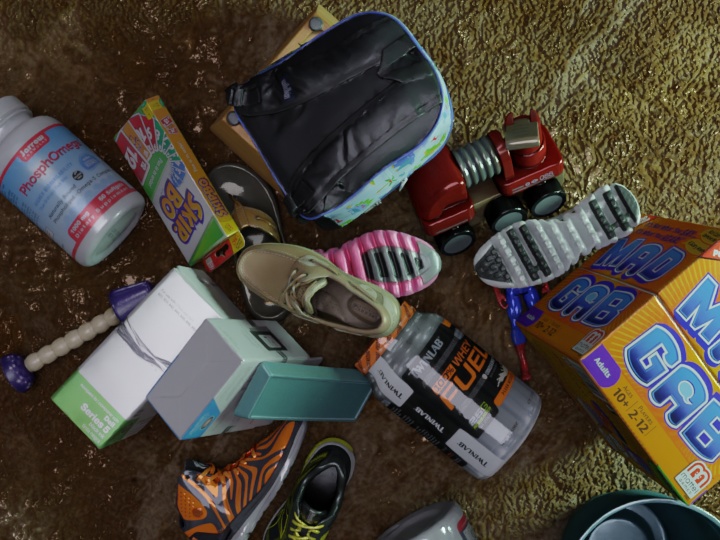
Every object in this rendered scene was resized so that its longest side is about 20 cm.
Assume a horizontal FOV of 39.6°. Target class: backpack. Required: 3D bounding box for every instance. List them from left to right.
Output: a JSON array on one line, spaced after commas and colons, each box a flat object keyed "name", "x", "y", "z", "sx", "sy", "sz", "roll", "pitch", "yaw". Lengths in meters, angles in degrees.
[{"name": "backpack", "x": -0.005, "y": -0.162, "z": 1.052, "sx": 0.199, "sy": 0.147, "sz": 0.184, "roll": -34, "pitch": 78, "yaw": 12}]

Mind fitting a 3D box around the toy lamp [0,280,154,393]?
[{"name": "toy lamp", "x": -0.330, "y": 0.076, "z": 1.194, "sx": 0.199, "sy": 0.058, "sz": 0.059, "roll": -32, "pitch": 89, "yaw": 2}]

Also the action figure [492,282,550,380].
[{"name": "action figure", "x": 0.191, "y": 0.026, "z": 1.188, "sx": 0.065, "sy": 0.052, "sz": 0.202, "roll": -16, "pitch": 87, "yaw": 4}]

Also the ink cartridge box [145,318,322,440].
[{"name": "ink cartridge box", "x": -0.136, "y": 0.119, "z": 1.125, "sx": 0.067, "sy": 0.200, "sz": 0.116, "roll": 43, "pitch": 102, "yaw": 19}]

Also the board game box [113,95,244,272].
[{"name": "board game box", "x": -0.214, "y": -0.096, "z": 1.177, "sx": 0.030, "sy": 0.095, "sz": 0.201, "roll": -34, "pitch": 91, "yaw": -43}]

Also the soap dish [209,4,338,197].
[{"name": "soap dish", "x": -0.058, "y": -0.192, "z": 1.174, "sx": 0.157, "sy": 0.081, "sz": 0.200, "roll": 42, "pitch": 90, "yaw": 1}]

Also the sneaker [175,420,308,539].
[{"name": "sneaker", "x": -0.150, "y": 0.238, "z": 1.179, "sx": 0.111, "sy": 0.078, "sz": 0.201, "roll": 33, "pitch": 91, "yaw": 0}]

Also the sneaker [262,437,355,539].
[{"name": "sneaker", "x": -0.069, "y": 0.293, "z": 1.174, "sx": 0.074, "sy": 0.085, "sz": 0.202, "roll": 21, "pitch": 91, "yaw": 2}]

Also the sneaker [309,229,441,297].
[{"name": "sneaker", "x": 0.000, "y": 0.000, "z": 1.163, "sx": 0.198, "sy": 0.095, "sz": 0.080, "roll": -6, "pitch": 86, "yaw": 15}]

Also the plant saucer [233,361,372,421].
[{"name": "plant saucer", "x": -0.054, "y": 0.141, "z": 1.125, "sx": 0.019, "sy": 0.199, "sz": 0.070, "roll": 39, "pitch": 106, "yaw": 35}]

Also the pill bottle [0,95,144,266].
[{"name": "pill bottle", "x": -0.357, "y": -0.107, "z": 1.167, "sx": 0.200, "sy": 0.109, "sz": 0.109, "roll": 41, "pitch": 91, "yaw": 1}]

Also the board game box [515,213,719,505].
[{"name": "board game box", "x": 0.328, "y": 0.085, "z": 1.083, "sx": 0.199, "sy": 0.200, "sz": 0.200, "roll": -40, "pitch": 103, "yaw": -3}]

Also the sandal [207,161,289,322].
[{"name": "sandal", "x": -0.131, "y": -0.033, "z": 1.189, "sx": 0.081, "sy": 0.055, "sz": 0.202, "roll": -13, "pitch": 90, "yaw": 1}]

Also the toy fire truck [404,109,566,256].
[{"name": "toy fire truck", "x": 0.137, "y": -0.113, "z": 1.093, "sx": 0.175, "sy": 0.200, "sz": 0.130, "roll": -22, "pitch": 58, "yaw": 1}]

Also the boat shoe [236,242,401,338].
[{"name": "boat shoe", "x": -0.052, "y": 0.019, "z": 1.094, "sx": 0.198, "sy": 0.064, "sz": 0.072, "roll": 19, "pitch": 97, "yaw": 16}]

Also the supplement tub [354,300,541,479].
[{"name": "supplement tub", "x": 0.098, "y": 0.134, "z": 1.151, "sx": 0.199, "sy": 0.123, "sz": 0.123, "roll": 38, "pitch": 91, "yaw": 1}]

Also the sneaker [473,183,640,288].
[{"name": "sneaker", "x": 0.221, "y": -0.031, "z": 1.145, "sx": 0.198, "sy": 0.081, "sz": 0.076, "roll": -22, "pitch": 85, "yaw": -7}]

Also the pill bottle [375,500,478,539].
[{"name": "pill bottle", "x": 0.107, "y": 0.382, "z": 1.153, "sx": 0.119, "sy": 0.120, "sz": 0.201, "roll": -28, "pitch": 89, "yaw": 1}]

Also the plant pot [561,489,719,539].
[{"name": "plant pot", "x": 0.307, "y": 0.335, "z": 1.114, "sx": 0.198, "sy": 0.188, "sz": 0.202, "roll": 0, "pitch": 90, "yaw": 2}]

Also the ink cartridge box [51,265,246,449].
[{"name": "ink cartridge box", "x": -0.236, "y": 0.097, "z": 1.145, "sx": 0.084, "sy": 0.145, "sz": 0.200, "roll": 44, "pitch": 91, "yaw": 4}]
